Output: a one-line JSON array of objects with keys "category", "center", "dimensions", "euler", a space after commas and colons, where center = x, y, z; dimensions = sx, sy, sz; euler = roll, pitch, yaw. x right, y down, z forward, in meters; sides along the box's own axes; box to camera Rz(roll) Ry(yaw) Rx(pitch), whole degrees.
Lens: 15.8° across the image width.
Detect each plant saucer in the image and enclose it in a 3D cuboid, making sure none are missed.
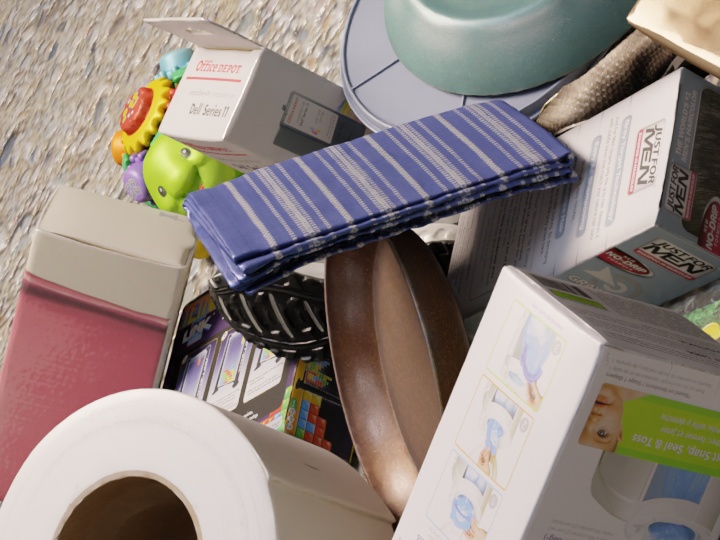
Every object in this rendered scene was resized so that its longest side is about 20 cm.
[{"category": "plant saucer", "center": [0.026, 0.057, 1.468], "dimensions": [0.200, 0.034, 0.201], "euler": [168, 90, -75]}, {"category": "plant saucer", "center": [0.096, -0.197, 1.566], "dimensions": [0.199, 0.036, 0.201], "euler": [-17, 50, 22]}]

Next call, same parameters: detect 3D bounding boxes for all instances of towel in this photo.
[{"category": "towel", "center": [0.007, -0.044, 1.429], "dimensions": [0.145, 0.199, 0.024], "euler": [-131, 25, -67]}]

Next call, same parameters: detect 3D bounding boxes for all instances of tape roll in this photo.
[{"category": "tape roll", "center": [-0.095, 0.179, 1.470], "dimensions": [0.202, 0.139, 0.204], "euler": [-11, 70, 30]}]

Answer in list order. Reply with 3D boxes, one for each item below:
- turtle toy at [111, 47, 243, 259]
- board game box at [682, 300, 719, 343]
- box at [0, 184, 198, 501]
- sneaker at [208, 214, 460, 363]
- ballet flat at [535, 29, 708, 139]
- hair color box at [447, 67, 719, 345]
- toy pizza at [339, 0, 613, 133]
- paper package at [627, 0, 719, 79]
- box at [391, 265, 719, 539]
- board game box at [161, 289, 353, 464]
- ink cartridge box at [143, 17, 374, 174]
[{"category": "turtle toy", "center": [-0.124, -0.091, 1.921], "dimensions": [0.146, 0.101, 0.200], "euler": [-57, 26, 14]}, {"category": "board game box", "center": [0.161, 0.072, 1.307], "dimensions": [0.200, 0.023, 0.105], "euler": [-28, 41, 51]}, {"category": "box", "center": [-0.189, 0.059, 1.807], "dimensions": [0.128, 0.108, 0.201], "euler": [-85, 10, -74]}, {"category": "sneaker", "center": [0.000, 0.000, 1.584], "dimensions": [0.199, 0.074, 0.079], "euler": [-11, 34, 24]}, {"category": "ballet flat", "center": [0.153, -0.111, 1.415], "dimensions": [0.200, 0.067, 0.047], "euler": [-38, 62, 59]}, {"category": "hair color box", "center": [0.128, -0.024, 1.417], "dimensions": [0.200, 0.060, 0.099], "euler": [-29, 42, 52]}, {"category": "toy pizza", "center": [0.079, -0.153, 1.592], "dimensions": [0.199, 0.032, 0.201], "euler": [-17, 50, 22]}, {"category": "paper package", "center": [0.253, -0.155, 1.202], "dimensions": [0.191, 0.103, 0.201], "euler": [37, 101, 50]}, {"category": "box", "center": [0.097, 0.116, 1.243], "dimensions": [0.101, 0.112, 0.201], "euler": [42, 113, 57]}, {"category": "board game box", "center": [-0.064, 0.072, 1.706], "dimensions": [0.200, 0.057, 0.166], "euler": [-30, 39, 51]}, {"category": "ink cartridge box", "center": [-0.049, -0.091, 1.657], "dimensions": [0.117, 0.199, 0.068], "euler": [11, 76, 65]}]
